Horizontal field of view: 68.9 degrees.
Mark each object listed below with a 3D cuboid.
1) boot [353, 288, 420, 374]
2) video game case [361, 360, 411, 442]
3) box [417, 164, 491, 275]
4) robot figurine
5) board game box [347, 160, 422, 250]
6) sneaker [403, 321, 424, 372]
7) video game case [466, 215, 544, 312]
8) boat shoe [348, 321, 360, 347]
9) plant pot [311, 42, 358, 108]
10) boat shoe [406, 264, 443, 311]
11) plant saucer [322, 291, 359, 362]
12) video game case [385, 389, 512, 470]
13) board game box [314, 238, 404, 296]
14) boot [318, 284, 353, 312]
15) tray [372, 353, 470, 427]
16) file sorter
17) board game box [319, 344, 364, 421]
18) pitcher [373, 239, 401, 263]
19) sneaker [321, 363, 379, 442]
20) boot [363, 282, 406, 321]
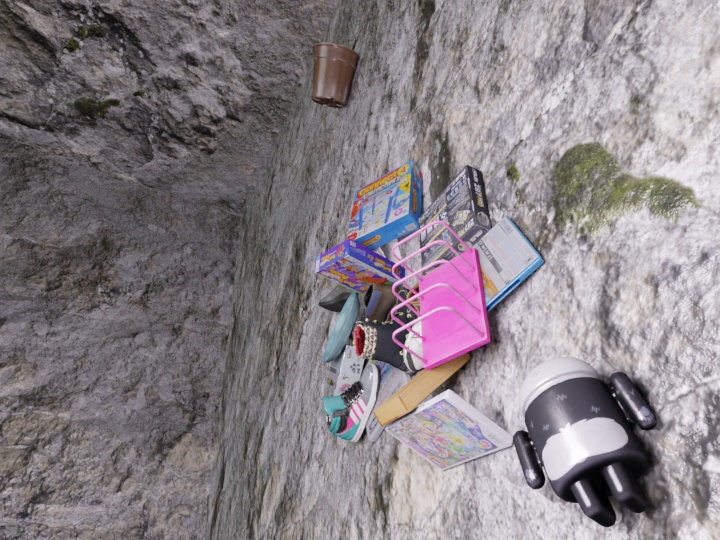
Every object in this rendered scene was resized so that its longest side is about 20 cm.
[{"bbox_3d":[0.063,0.120,1.189,0.073,0.149,0.210,-41,40,49],"label":"boot"},{"bbox_3d":[0.053,0.277,1.280,0.204,0.021,0.185,-62,26,29],"label":"video game case"},{"bbox_3d":[0.199,-0.102,1.150,0.200,0.048,0.166,-48,33,47],"label":"box"},{"bbox_3d":[0.283,0.211,0.675,0.204,0.144,0.128,-103,8,-47],"label":"robot figurine"},{"bbox_3d":[0.064,-0.161,1.355,0.196,0.056,0.201,-24,41,31],"label":"board game box"},{"bbox_3d":[0.158,0.123,1.024,0.203,0.074,0.088,-55,26,9],"label":"sneaker"},{"bbox_3d":[0.228,0.007,0.971,0.200,0.018,0.145,-44,34,17],"label":"video game case"},{"bbox_3d":[0.012,0.174,1.308,0.060,0.072,0.198,-48,18,-20],"label":"boat shoe"},{"bbox_3d":[-0.113,-0.781,2.128,0.199,0.193,0.206,-158,77,-66],"label":"plant pot"},{"bbox_3d":[0.166,0.033,1.107,0.200,0.072,0.078,-48,35,47],"label":"boat shoe"},{"bbox_3d":[-0.047,0.154,1.394,0.201,0.027,0.205,-91,26,-76],"label":"plant saucer"},{"bbox_3d":[0.148,0.284,0.915,0.200,0.141,0.018,-46,11,48],"label":"video game case"},{"bbox_3d":[0.000,0.000,1.319,0.132,0.196,0.046,-24,52,42],"label":"board game box"},{"bbox_3d":[-0.056,0.050,1.635,0.198,0.066,0.135,-22,51,53],"label":"boot"},{"bbox_3d":[0.118,0.213,0.981,0.038,0.197,0.099,54,138,10],"label":"tray"},{"bbox_3d":[0.131,0.039,0.936,0.137,0.124,0.205,-31,39,32],"label":"file sorter"},{"bbox_3d":[-0.050,0.305,1.418,0.147,0.062,0.208,160,124,-76],"label":"board game box"},{"bbox_3d":[0.025,-0.060,1.445,0.198,0.119,0.177,-31,44,45],"label":"pitcher"},{"bbox_3d":[-0.034,0.315,1.280,0.083,0.117,0.207,38,111,65],"label":"sneaker"},{"bbox_3d":[0.032,0.101,1.341,0.202,0.094,0.076,-56,29,36],"label":"boot"}]
